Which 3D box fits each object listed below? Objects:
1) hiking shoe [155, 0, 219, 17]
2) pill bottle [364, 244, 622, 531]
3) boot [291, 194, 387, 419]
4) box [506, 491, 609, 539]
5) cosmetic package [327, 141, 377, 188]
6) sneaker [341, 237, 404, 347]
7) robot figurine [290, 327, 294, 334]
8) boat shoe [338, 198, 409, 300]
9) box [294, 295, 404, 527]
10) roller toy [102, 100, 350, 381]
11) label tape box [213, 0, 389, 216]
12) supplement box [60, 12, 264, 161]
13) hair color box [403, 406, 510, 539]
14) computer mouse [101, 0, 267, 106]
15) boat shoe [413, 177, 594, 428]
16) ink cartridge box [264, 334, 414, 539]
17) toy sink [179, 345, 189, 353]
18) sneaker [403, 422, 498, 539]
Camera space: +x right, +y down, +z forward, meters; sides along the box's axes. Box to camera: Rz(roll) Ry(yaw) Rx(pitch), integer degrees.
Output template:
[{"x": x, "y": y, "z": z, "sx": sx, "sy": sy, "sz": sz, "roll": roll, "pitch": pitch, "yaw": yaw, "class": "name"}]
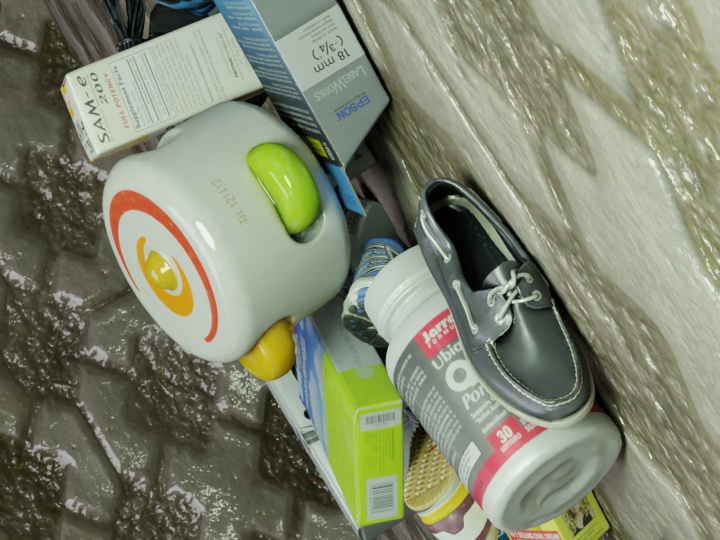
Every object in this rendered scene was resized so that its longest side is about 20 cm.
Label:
[{"x": -0.145, "y": -0.256, "z": 1.569, "sx": 0.200, "sy": 0.086, "sz": 0.075, "roll": 179, "pitch": 87, "yaw": -77, "class": "hiking shoe"}, {"x": 0.087, "y": 0.077, "z": 1.311, "sx": 0.200, "sy": 0.110, "sz": 0.111, "roll": 54, "pitch": 169, "yaw": 30, "class": "pill bottle"}, {"x": -0.019, "y": 0.038, "z": 1.682, "sx": 0.077, "sy": 0.138, "sz": 0.201, "roll": 45, "pitch": 162, "yaw": 58, "class": "boot"}, {"x": 0.118, "y": 0.132, "z": 1.447, "sx": 0.075, "sy": 0.050, "sz": 0.201, "roll": -6, "pitch": 116, "yaw": 54, "class": "box"}, {"x": -0.060, "y": -0.093, "z": 1.622, "sx": 0.074, "sy": 0.101, "sz": 0.200, "roll": 59, "pitch": 170, "yaw": -3, "class": "cosmetic package"}, {"x": 0.054, "y": 0.035, "z": 1.518, "sx": 0.200, "sy": 0.077, "sz": 0.086, "roll": 47, "pitch": -138, "yaw": -53, "class": "sneaker"}, {"x": -0.072, "y": -0.016, "z": 1.818, "sx": 0.058, "sy": 0.145, "sz": 0.200, "roll": 54, "pitch": 176, "yaw": 43, "class": "robot figurine"}, {"x": 0.000, "y": 0.000, "z": 1.566, "sx": 0.066, "sy": 0.070, "sz": 0.200, "roll": 11, "pitch": 158, "yaw": 22, "class": "boat shoe"}, {"x": -0.011, "y": 0.112, "z": 1.584, "sx": 0.200, "sy": 0.047, "sz": 0.123, "roll": -119, "pitch": 24, "yaw": -56, "class": "box"}, {"x": -0.111, "y": -0.026, "z": 1.460, "sx": 0.182, "sy": 0.139, "sz": 0.201, "roll": 33, "pitch": 144, "yaw": 37, "class": "roller toy"}, {"x": -0.036, "y": -0.151, "z": 1.428, "sx": 0.201, "sy": 0.063, "sz": 0.144, "roll": 61, "pitch": 171, "yaw": -16, "class": "label tape box"}, {"x": -0.146, "y": -0.162, "z": 1.544, "sx": 0.126, "sy": 0.199, "sz": 0.074, "roll": -175, "pitch": 62, "yaw": -80, "class": "supplement box"}, {"x": 0.120, "y": 0.205, "z": 1.695, "sx": 0.201, "sy": 0.060, "sz": 0.100, "roll": 61, "pitch": 171, "yaw": -7, "class": "hair color box"}, {"x": -0.143, "y": -0.192, "z": 1.679, "sx": 0.199, "sy": 0.053, "sz": 0.139, "roll": 6, "pitch": -112, "yaw": -50, "class": "computer mouse"}, {"x": 0.091, "y": 0.019, "z": 1.240, "sx": 0.201, "sy": 0.072, "sz": 0.063, "roll": 60, "pitch": 175, "yaw": 33, "class": "boat shoe"}, {"x": 0.010, "y": 0.143, "z": 1.825, "sx": 0.201, "sy": 0.146, "sz": 0.086, "roll": 57, "pitch": 172, "yaw": 19, "class": "ink cartridge box"}, {"x": -0.135, "y": -0.033, "z": 1.904, "sx": 0.131, "sy": 0.199, "sz": 0.112, "roll": 53, "pitch": 169, "yaw": 39, "class": "toy sink"}, {"x": 0.091, "y": 0.173, "z": 1.552, "sx": 0.090, "sy": 0.075, "sz": 0.200, "roll": 51, "pitch": -154, "yaw": -13, "class": "sneaker"}]
